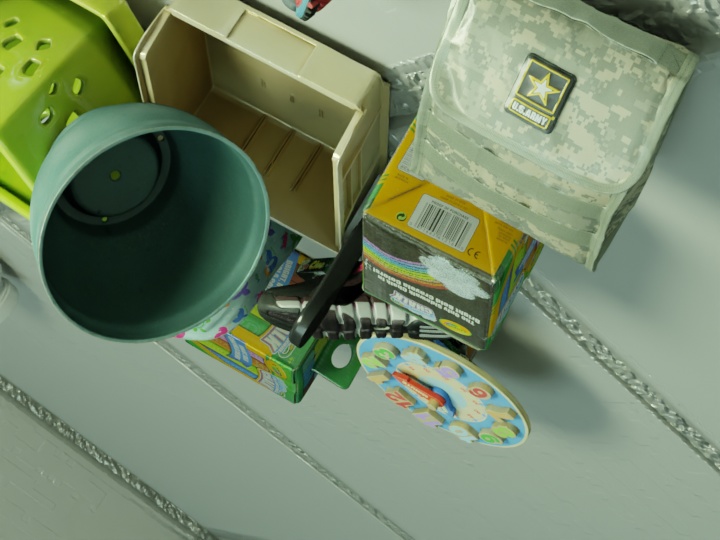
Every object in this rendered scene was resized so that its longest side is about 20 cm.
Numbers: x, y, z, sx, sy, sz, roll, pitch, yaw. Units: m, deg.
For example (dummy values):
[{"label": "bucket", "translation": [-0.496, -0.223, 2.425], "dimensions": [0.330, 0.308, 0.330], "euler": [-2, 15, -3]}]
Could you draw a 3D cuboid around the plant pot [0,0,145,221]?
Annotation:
[{"label": "plant pot", "translation": [-0.291, -0.167, 1.493], "dimensions": [0.198, 0.182, 0.200], "euler": [31, 163, 33]}]

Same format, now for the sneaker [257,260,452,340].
[{"label": "sneaker", "translation": [0.003, 0.002, 1.549], "dimensions": [0.198, 0.117, 0.076], "euler": [4, 160, -3]}]

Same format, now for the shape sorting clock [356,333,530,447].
[{"label": "shape sorting clock", "translation": [0.083, 0.125, 1.672], "dimensions": [0.199, 0.039, 0.200], "euler": [29, 161, 11]}]

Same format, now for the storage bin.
[{"label": "storage bin", "translation": [-0.081, -0.133, 1.412], "dimensions": [0.199, 0.094, 0.199], "euler": [28, 160, 11]}]

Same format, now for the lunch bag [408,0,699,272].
[{"label": "lunch bag", "translation": [0.131, -0.114, 1.118], "dimensions": [0.163, 0.118, 0.201], "euler": [29, 154, 11]}]

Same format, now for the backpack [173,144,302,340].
[{"label": "backpack", "translation": [-0.159, -0.041, 1.571], "dimensions": [0.176, 0.201, 0.151], "euler": [21, 162, 29]}]

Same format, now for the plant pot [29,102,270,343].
[{"label": "plant pot", "translation": [-0.193, -0.059, 1.377], "dimensions": [0.201, 0.200, 0.134], "euler": [50, 179, -41]}]

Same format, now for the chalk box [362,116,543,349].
[{"label": "chalk box", "translation": [0.081, -0.028, 1.356], "dimensions": [0.124, 0.125, 0.200], "euler": [27, 160, 11]}]

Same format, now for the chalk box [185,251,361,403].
[{"label": "chalk box", "translation": [-0.087, 0.057, 1.819], "dimensions": [0.199, 0.125, 0.124], "euler": [27, 160, 10]}]

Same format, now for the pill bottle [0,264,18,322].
[{"label": "pill bottle", "translation": [-0.618, -0.001, 2.484], "dimensions": [0.112, 0.113, 0.200], "euler": [9, 149, 47]}]

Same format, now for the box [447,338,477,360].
[{"label": "box", "translation": [0.066, 0.036, 1.669], "dimensions": [0.118, 0.042, 0.200], "euler": [28, 162, 13]}]

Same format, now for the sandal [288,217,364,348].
[{"label": "sandal", "translation": [0.000, 0.000, 1.446], "dimensions": [0.045, 0.201, 0.075], "euler": [28, 143, 6]}]

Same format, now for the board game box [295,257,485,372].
[{"label": "board game box", "translation": [0.031, 0.054, 1.674], "dimensions": [0.200, 0.024, 0.104], "euler": [41, 157, -23]}]

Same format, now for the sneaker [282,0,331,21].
[{"label": "sneaker", "translation": [-0.039, -0.257, 1.116], "dimensions": [0.095, 0.079, 0.201], "euler": [37, 153, 14]}]
